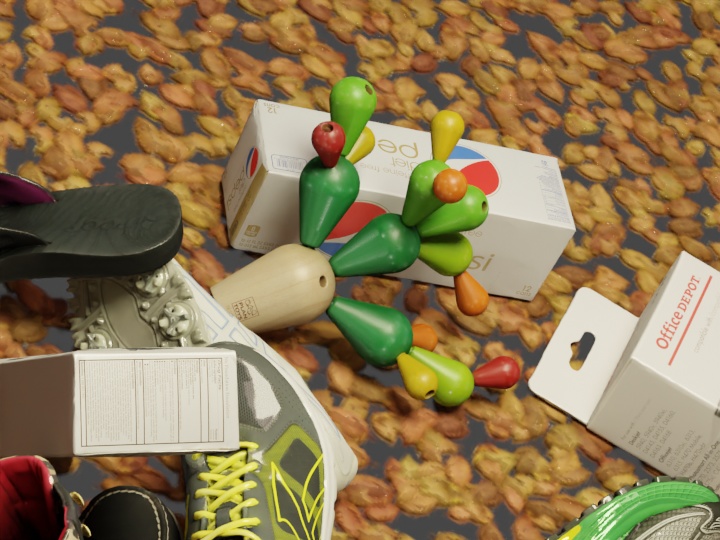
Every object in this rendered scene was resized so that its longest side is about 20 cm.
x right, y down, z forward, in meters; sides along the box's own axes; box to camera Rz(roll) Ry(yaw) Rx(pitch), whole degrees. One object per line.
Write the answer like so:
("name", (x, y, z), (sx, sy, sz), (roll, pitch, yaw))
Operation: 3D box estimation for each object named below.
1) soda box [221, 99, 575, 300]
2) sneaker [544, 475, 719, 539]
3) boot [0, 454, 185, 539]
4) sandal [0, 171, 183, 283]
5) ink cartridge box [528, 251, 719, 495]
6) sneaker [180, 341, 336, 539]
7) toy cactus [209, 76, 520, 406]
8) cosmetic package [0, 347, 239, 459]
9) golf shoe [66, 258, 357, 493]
("soda box", (0.022, -0.040, 1.457), (0.200, 0.068, 0.064), (10, 44, -20))
("sneaker", (0.127, 0.177, 1.299), (0.200, 0.078, 0.085), (-28, 71, -34))
("boot", (-0.135, 0.142, 1.117), (0.073, 0.151, 0.200), (2, 43, 16))
("sandal", (-0.195, -0.028, 1.293), (0.200, 0.048, 0.075), (-7, 42, -1))
("ink cartridge box", (0.213, 0.069, 1.450), (0.200, 0.067, 0.116), (30, 42, 2))
("sneaker", (-0.051, 0.125, 1.184), (0.085, 0.074, 0.200), (39, 36, -68))
("toy cactus", (0.000, 0.000, 1.368), (0.165, 0.200, 0.102), (-22, 25, -5))
("cosmetic package", (-0.137, 0.065, 1.172), (0.082, 0.200, 0.051), (2, 84, -29))
("golf shoe", (-0.080, 0.057, 1.319), (0.200, 0.078, 0.097), (49, 18, 26))
